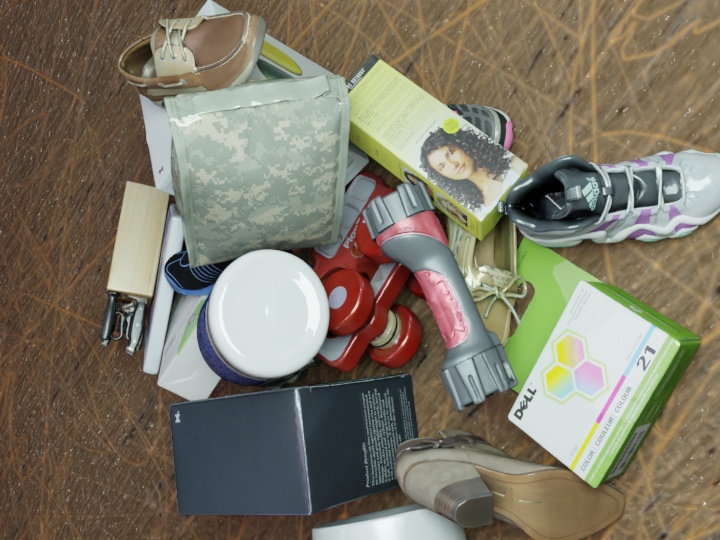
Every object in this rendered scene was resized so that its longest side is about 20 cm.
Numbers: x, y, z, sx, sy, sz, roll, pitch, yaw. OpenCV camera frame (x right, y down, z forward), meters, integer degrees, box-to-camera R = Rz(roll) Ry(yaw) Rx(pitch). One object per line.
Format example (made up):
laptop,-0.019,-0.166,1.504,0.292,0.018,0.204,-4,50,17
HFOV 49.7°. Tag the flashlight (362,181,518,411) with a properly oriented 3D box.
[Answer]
flashlight,0.067,0.024,0.703,0.067,0.067,0.204,-28,78,33

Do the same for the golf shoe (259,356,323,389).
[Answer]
golf shoe,-0.076,0.081,0.923,0.200,0.093,0.079,-44,62,26

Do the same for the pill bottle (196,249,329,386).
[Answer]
pill bottle,-0.107,0.057,0.789,0.200,0.113,0.119,145,118,-69

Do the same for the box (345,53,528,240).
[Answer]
box,0.063,-0.122,0.753,0.199,0.050,0.076,38,79,20

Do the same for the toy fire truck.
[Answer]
toy fire truck,0.000,0.000,0.844,0.167,0.111,0.203,29,87,49

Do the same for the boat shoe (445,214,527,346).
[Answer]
boat shoe,0.122,-0.013,0.759,0.062,0.072,0.206,-27,59,50

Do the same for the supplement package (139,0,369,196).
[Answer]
supplement package,-0.122,-0.164,0.888,0.150,0.197,0.154,-41,51,28

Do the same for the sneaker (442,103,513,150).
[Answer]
sneaker,0.065,-0.148,0.827,0.197,0.086,0.076,14,96,38

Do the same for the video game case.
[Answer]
video game case,-0.269,0.017,1.061,0.182,0.022,0.206,-148,70,-72

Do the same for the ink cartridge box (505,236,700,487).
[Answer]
ink cartridge box,0.185,0.075,0.725,0.199,0.075,0.151,36,109,34

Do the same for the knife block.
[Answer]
knife block,-0.313,0.005,1.071,0.177,0.062,0.204,-108,32,-57

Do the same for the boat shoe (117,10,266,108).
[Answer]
boat shoe,-0.169,-0.206,0.752,0.197,0.071,0.078,-9,69,43

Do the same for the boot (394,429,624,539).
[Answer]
boot,0.131,0.196,0.748,0.146,0.195,0.072,-147,64,-72

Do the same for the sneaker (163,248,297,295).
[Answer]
sneaker,-0.163,-0.022,0.901,0.196,0.079,0.071,-5,44,31

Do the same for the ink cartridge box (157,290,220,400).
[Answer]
ink cartridge box,-0.198,0.057,1.004,0.118,0.066,0.202,-53,24,24

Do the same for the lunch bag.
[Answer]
lunch bag,-0.098,-0.107,0.732,0.201,0.160,0.120,106,151,-59

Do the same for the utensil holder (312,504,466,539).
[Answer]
utensil holder,0.043,0.345,0.769,0.167,0.168,0.205,-22,71,35

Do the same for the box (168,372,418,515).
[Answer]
box,-0.069,0.188,0.844,0.197,0.196,0.127,-14,79,37

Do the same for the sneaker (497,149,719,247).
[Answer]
sneaker,0.213,-0.063,0.663,0.196,0.139,0.080,-14,80,29
